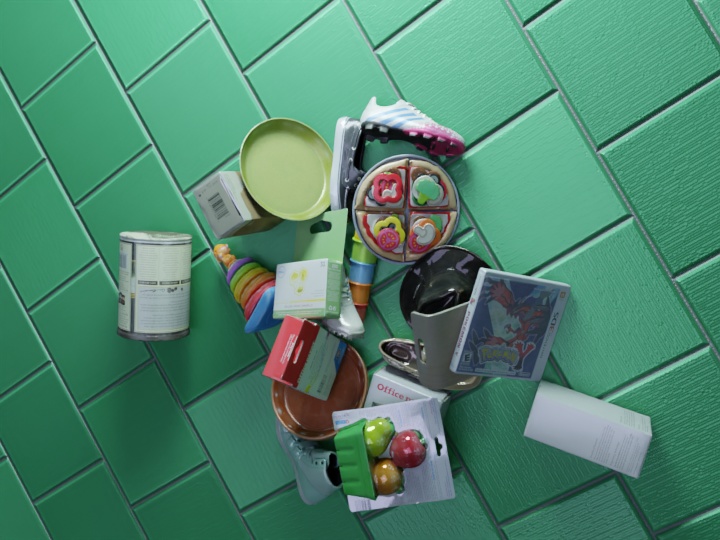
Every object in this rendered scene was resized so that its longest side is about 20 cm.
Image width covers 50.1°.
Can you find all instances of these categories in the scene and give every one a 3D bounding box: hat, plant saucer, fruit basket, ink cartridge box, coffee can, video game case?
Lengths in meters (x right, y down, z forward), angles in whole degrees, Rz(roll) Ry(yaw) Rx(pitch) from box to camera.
[{"bbox_3d":[0.152,0.059,1.390,0.198,0.081,0.204,6,107,19],"label":"hat"},{"bbox_3d":[-0.136,-0.185,1.440,0.031,0.198,0.202,-30,86,59],"label":"plant saucer"},{"bbox_3d":[0.059,0.330,1.386,0.197,0.094,0.188,-11,93,6],"label":"fruit basket"},{"bbox_3d":[-0.093,-0.011,1.415,0.144,0.048,0.203,-5,79,44],"label":"ink cartridge box"},{"bbox_3d":[0.073,0.300,1.457,0.144,0.087,0.203,20,101,16],"label":"ink cartridge box"},{"bbox_3d":[-0.416,0.028,1.560,0.144,0.146,0.203,7,98,18],"label":"coffee can"},{"bbox_3d":[0.261,0.098,1.331,0.023,0.198,0.185,34,112,58],"label":"video game case"},{"bbox_3d":[-0.077,0.228,1.491,0.197,0.032,0.203,-7,66,16],"label":"plant saucer"},{"bbox_3d":[-0.105,0.156,1.395,0.066,0.200,0.118,16,77,25],"label":"ink cartridge box"}]

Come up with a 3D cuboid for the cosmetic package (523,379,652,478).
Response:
[{"bbox_3d":[0.392,0.269,1.332,0.197,0.107,0.086,18,103,18],"label":"cosmetic package"}]

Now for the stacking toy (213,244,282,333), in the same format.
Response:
[{"bbox_3d":[-0.225,0.018,1.528,0.200,0.109,0.117,43,118,21],"label":"stacking toy"}]

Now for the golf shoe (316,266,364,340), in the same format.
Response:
[{"bbox_3d":[-0.050,0.040,1.431,0.200,0.078,0.098,49,126,33],"label":"golf shoe"}]

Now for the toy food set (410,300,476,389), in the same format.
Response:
[{"bbox_3d":[0.186,0.108,1.346,0.198,0.060,0.146,-18,115,-20],"label":"toy food set"}]

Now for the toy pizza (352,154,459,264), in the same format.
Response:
[{"bbox_3d":[0.084,-0.107,1.395,0.197,0.032,0.203,-1,104,-4],"label":"toy pizza"}]

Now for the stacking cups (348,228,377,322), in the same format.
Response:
[{"bbox_3d":[0.000,0.000,1.466,0.060,0.060,0.203,16,105,16],"label":"stacking cups"}]

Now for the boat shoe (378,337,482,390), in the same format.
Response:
[{"bbox_3d":[0.127,0.170,1.425,0.197,0.065,0.073,17,81,19],"label":"boat shoe"}]

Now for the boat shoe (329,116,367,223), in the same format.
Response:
[{"bbox_3d":[-0.013,-0.185,1.443,0.065,0.070,0.203,5,91,20],"label":"boat shoe"}]

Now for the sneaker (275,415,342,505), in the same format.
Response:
[{"bbox_3d":[-0.090,0.341,1.498,0.118,0.073,0.203,-35,71,40],"label":"sneaker"}]

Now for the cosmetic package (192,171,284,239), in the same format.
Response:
[{"bbox_3d":[-0.216,-0.126,1.444,0.071,0.200,0.106,-30,88,22],"label":"cosmetic package"}]

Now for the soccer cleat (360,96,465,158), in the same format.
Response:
[{"bbox_3d":[0.099,-0.266,1.392,0.197,0.070,0.087,14,68,5],"label":"soccer cleat"}]
